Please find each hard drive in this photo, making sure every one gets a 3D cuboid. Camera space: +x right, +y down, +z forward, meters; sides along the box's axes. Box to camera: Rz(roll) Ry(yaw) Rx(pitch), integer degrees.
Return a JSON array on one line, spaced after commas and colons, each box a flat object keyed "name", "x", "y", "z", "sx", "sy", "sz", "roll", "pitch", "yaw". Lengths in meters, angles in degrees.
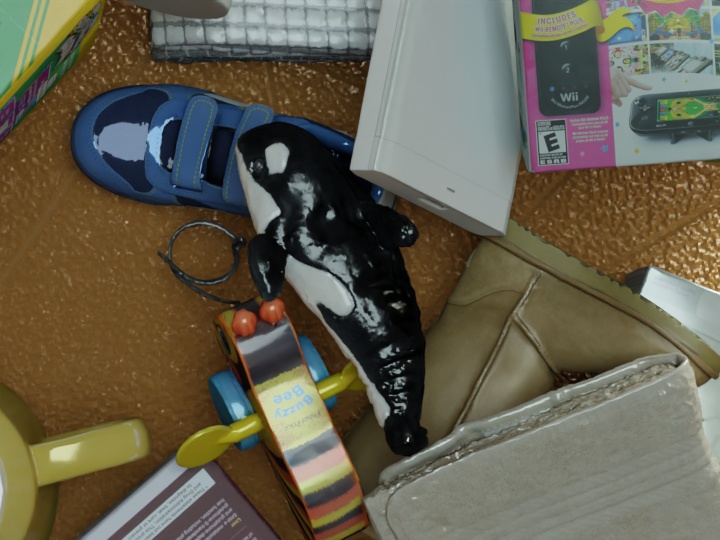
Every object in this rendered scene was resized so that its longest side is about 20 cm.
[{"name": "hard drive", "x": 0.057, "y": -0.134, "z": 1.430, "sx": 0.132, "sy": 0.026, "sz": 0.202, "roll": 24, "pitch": 74, "yaw": -51}]

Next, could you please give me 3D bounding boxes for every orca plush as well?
[{"name": "orca plush", "x": 0.000, "y": 0.000, "z": 1.382, "sx": 0.105, "sy": 0.071, "sz": 0.201, "roll": 3, "pitch": 62, "yaw": -44}]

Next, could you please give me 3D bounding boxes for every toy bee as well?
[{"name": "toy bee", "x": -0.057, "y": 0.061, "z": 1.424, "sx": 0.200, "sy": 0.109, "sz": 0.131, "roll": 42, "pitch": 76, "yaw": 5}]

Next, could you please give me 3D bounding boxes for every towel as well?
[{"name": "towel", "x": 0.108, "y": 0.135, "z": 1.432, "sx": 0.199, "sy": 0.035, "sz": 0.133, "roll": -21, "pitch": 120, "yaw": 1}, {"name": "towel", "x": -0.028, "y": -0.204, "z": 1.497, "sx": 0.198, "sy": 0.086, "sz": 0.167, "roll": 0, "pitch": 84, "yaw": -8}]

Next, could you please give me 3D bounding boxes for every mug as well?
[{"name": "mug", "x": -0.226, "y": 0.109, "z": 1.403, "sx": 0.149, "sy": 0.153, "sz": 0.187, "roll": 44, "pitch": 80, "yaw": -3}]

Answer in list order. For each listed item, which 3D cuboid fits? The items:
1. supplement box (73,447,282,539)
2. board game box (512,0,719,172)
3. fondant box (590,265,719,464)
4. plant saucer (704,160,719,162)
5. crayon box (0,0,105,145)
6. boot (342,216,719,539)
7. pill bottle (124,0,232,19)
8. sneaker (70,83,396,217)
[{"name": "supplement box", "x": -0.073, "y": 0.208, "z": 1.467, "sx": 0.109, "sy": 0.061, "sz": 0.200, "roll": -40, "pitch": 91, "yaw": -10}, {"name": "board game box", "x": 0.156, "y": -0.162, "z": 1.405, "sx": 0.146, "sy": 0.064, "sz": 0.202, "roll": -4, "pitch": 101, "yaw": 3}, {"name": "fondant box", "x": 0.199, "y": 0.117, "z": 1.520, "sx": 0.143, "sy": 0.058, "sz": 0.201, "roll": 21, "pitch": 84, "yaw": -7}, {"name": "plant saucer", "x": 0.211, "y": -0.164, "z": 1.474, "sx": 0.198, "sy": 0.031, "sz": 0.202, "roll": 1, "pitch": 86, "yaw": -10}, {"name": "crayon box", "x": -0.217, "y": -0.100, "z": 1.396, "sx": 0.058, "sy": 0.200, "sz": 0.173, "roll": 41, "pitch": 80, "yaw": -4}, {"name": "boot", "x": 0.093, "y": 0.090, "z": 1.471, "sx": 0.175, "sy": 0.066, "sz": 0.201, "roll": 31, "pitch": 92, "yaw": 22}, {"name": "pill bottle", "x": -0.087, "y": -0.246, "z": 1.395, "sx": 0.110, "sy": 0.111, "sz": 0.202, "roll": 15, "pitch": 81, "yaw": -8}, {"name": "sneaker", "x": -0.070, "y": -0.066, "z": 1.478, "sx": 0.198, "sy": 0.082, "sz": 0.075, "roll": 12, "pitch": 86, "yaw": -7}]
